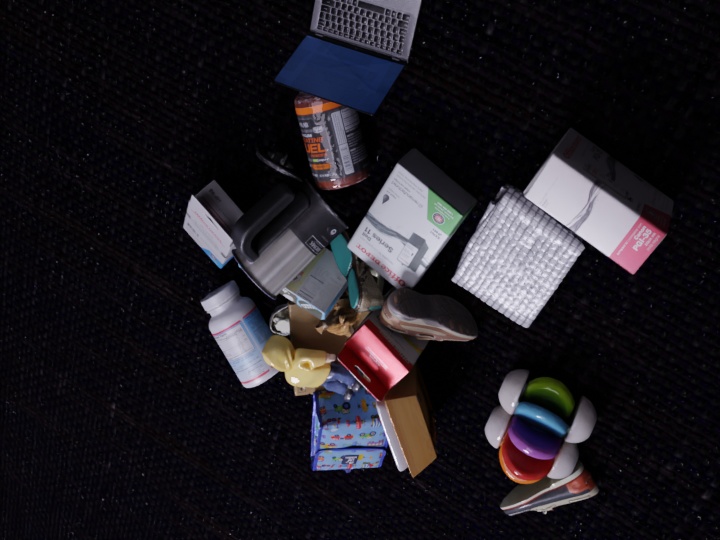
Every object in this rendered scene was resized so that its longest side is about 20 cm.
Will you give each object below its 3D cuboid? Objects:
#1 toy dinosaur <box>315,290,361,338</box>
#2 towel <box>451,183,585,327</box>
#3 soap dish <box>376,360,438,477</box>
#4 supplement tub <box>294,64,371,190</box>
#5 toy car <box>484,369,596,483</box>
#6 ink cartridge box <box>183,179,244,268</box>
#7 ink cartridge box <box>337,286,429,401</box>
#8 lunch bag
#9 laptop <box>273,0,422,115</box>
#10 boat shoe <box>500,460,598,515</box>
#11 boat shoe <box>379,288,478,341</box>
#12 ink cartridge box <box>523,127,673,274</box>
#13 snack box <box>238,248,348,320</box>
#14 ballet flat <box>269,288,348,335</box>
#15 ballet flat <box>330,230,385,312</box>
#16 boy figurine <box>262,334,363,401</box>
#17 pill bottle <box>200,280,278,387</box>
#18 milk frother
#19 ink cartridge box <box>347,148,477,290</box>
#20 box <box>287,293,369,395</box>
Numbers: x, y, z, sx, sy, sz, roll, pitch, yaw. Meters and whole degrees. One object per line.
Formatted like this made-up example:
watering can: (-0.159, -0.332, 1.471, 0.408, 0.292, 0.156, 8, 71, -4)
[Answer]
toy dinosaur: (-0.032, 0.100, 1.514, 0.060, 0.199, 0.107, 36, 90, 30)
towel: (0.262, -0.028, 1.342, 0.164, 0.085, 0.202, 34, 126, 11)
soap dish: (0.089, 0.261, 1.513, 0.079, 0.201, 0.161, -17, 106, 8)
supplement tub: (-0.052, -0.248, 1.385, 0.105, 0.107, 0.205, -4, 111, 29)
toy car: (0.306, 0.288, 1.429, 0.172, 0.150, 0.204, 25, 123, 15)
ink cartridge box: (-0.270, -0.090, 1.543, 0.116, 0.067, 0.200, 48, 158, -1)
ink cartridge box: (0.050, 0.126, 1.453, 0.116, 0.200, 0.067, 44, 126, -2)
lunch bag: (-0.023, 0.337, 1.642, 0.146, 0.095, 0.203, -3, 132, -11)
laptop: (-0.018, -0.377, 1.283, 0.183, 0.116, 0.205, 21, 114, 16)
boat shoe: (0.351, 0.422, 1.525, 0.198, 0.071, 0.063, -35, 98, 31)
boat shoe: (0.120, 0.087, 1.440, 0.196, 0.077, 0.072, 20, 138, -25)
ink cartridge box: (0.357, -0.108, 1.212, 0.198, 0.147, 0.084, 37, 124, 6)
snack box: (-0.119, -0.007, 1.531, 0.197, 0.117, 0.037, 32, 153, 11)
ballet flat: (-0.105, 0.086, 1.599, 0.197, 0.072, 0.073, -21, 103, 33)
ballet flat: (0.000, 0.000, 1.475, 0.073, 0.202, 0.069, 4, 131, -24)
boy figurine: (-0.097, 0.185, 1.538, 0.196, 0.065, 0.125, 23, 138, -13)
pill bottle: (-0.242, 0.129, 1.667, 0.107, 0.109, 0.203, -23, 101, 34)
milk frother: (-0.155, -0.095, 1.448, 0.188, 0.201, 0.181, -42, 129, 2)
ink cartridge box: (0.086, -0.080, 1.407, 0.146, 0.083, 0.202, 38, 126, 6)
box: (-0.055, 0.144, 1.578, 0.159, 0.021, 0.205, -6, 115, -10)
